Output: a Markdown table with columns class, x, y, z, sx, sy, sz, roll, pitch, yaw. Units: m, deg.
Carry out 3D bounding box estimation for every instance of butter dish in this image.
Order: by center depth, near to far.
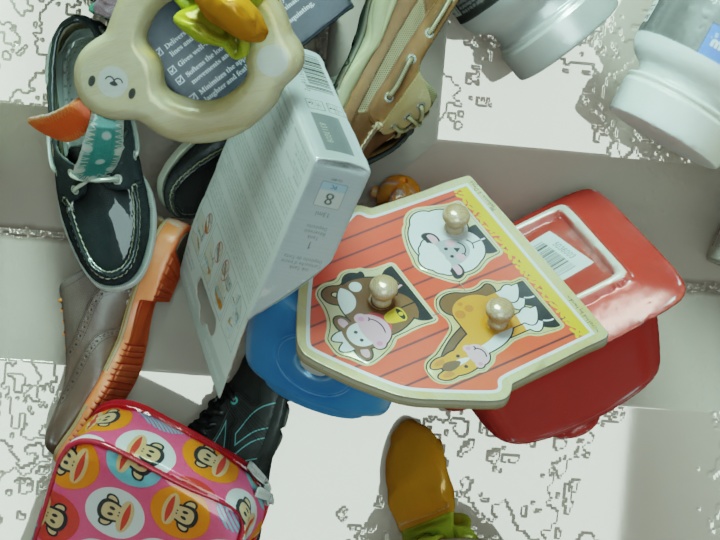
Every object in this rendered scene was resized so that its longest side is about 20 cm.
| class | x | y | z | sx | sy | sz | roll | pitch | yaw |
| --- | --- | --- | --- | --- | --- | --- | --- | --- | --- |
| butter dish | 0.139 | 0.060 | 1.640 | 0.198 | 0.200 | 0.149 | -27 | 120 | -4 |

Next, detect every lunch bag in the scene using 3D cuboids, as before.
| class | x | y | z | sx | sy | sz | roll | pitch | yaw |
| --- | --- | --- | --- | --- | --- | --- | --- | --- | --- |
| lunch bag | -0.151 | 0.209 | 1.601 | 0.175 | 0.082 | 0.201 | 27 | 119 | 3 |

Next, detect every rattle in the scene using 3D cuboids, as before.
| class | x | y | z | sx | sy | sz | roll | pitch | yaw |
| --- | --- | --- | --- | --- | --- | --- | --- | --- | --- |
| rattle | -0.141 | -0.118 | 1.440 | 0.199 | 0.143 | 0.131 | -24 | 117 | 10 |
| rattle | 0.102 | 0.223 | 1.706 | 0.198 | 0.143 | 0.131 | 17 | 124 | -23 |

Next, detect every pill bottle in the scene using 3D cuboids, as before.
| class | x | y | z | sx | sy | sz | roll | pitch | yaw |
| --- | --- | --- | --- | --- | --- | --- | --- | --- | --- |
| pill bottle | 0.095 | -0.248 | 1.628 | 0.116 | 0.116 | 0.201 | -38 | 99 | -3 |
| pill bottle | 0.276 | -0.186 | 1.657 | 0.113 | 0.114 | 0.201 | 29 | 90 | -9 |

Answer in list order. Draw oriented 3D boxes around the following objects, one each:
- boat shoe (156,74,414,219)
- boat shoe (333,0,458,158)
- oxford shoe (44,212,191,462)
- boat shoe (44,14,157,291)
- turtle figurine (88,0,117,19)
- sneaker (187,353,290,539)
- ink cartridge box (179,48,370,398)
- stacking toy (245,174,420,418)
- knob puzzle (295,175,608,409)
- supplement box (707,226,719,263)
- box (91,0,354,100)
| class | x | y | z | sx | sy | sz | roll | pitch | yaw |
| --- | --- | --- | --- | --- | --- | --- | --- | --- | --- |
| boat shoe | -0.056 | -0.088 | 1.635 | 0.198 | 0.068 | 0.072 | -22 | 130 | -5 |
| boat shoe | 0.019 | -0.131 | 1.575 | 0.073 | 0.076 | 0.202 | 21 | 91 | -4 |
| oxford shoe | -0.196 | 0.046 | 1.642 | 0.072 | 0.071 | 0.201 | 24 | 84 | 9 |
| boat shoe | -0.195 | -0.086 | 1.602 | 0.075 | 0.060 | 0.202 | -14 | 78 | 4 |
| turtle figurine | -0.135 | -0.273 | 1.498 | 0.148 | 0.101 | 0.202 | 4 | 105 | 6 |
| sneaker | -0.099 | 0.129 | 1.650 | 0.079 | 0.075 | 0.202 | 14 | 92 | -6 |
| ink cartridge box | -0.064 | -0.033 | 1.537 | 0.047 | 0.161 | 0.201 | 10 | 121 | -23 |
| stacking toy | 0.000 | 0.000 | 1.624 | 0.115 | 0.110 | 0.201 | 19 | 49 | 8 |
| knob puzzle | 0.044 | 0.017 | 1.519 | 0.217 | 0.221 | 0.031 | 0 | 138 | -8 |
| supplement box | 0.332 | -0.047 | 1.624 | 0.073 | 0.200 | 0.127 | 24 | 92 | -5 |
| box | -0.125 | -0.225 | 1.604 | 0.148 | 0.107 | 0.201 | -38 | 99 | -3 |
